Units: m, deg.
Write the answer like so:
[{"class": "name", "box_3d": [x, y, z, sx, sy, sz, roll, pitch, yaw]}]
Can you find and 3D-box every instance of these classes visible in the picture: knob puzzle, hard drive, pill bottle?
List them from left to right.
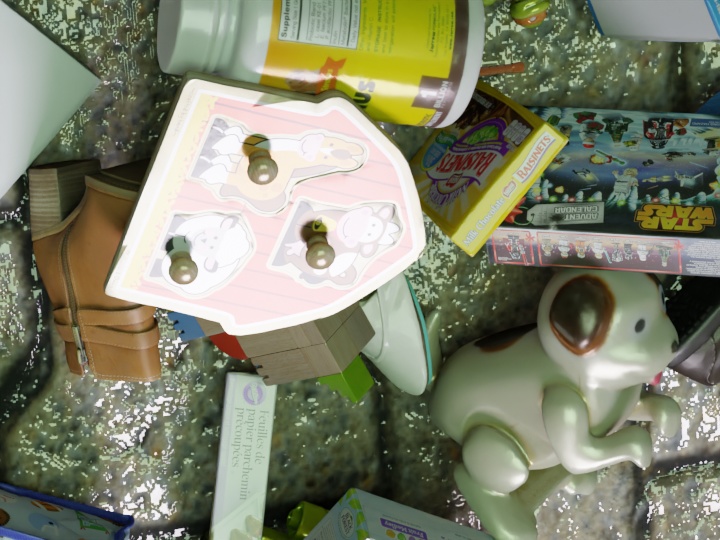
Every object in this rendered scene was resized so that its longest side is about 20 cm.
[{"class": "hard drive", "box_3d": [-0.288, -0.092, 1.627, 0.200, 0.026, 0.132, -49, 135, 2]}, {"class": "knob puzzle", "box_3d": [-0.047, -0.030, 1.537, 0.219, 0.030, 0.220, -7, 128, -9]}, {"class": "pill bottle", "box_3d": [-0.027, -0.156, 1.532, 0.199, 0.109, 0.110, 5, 103, -16]}]

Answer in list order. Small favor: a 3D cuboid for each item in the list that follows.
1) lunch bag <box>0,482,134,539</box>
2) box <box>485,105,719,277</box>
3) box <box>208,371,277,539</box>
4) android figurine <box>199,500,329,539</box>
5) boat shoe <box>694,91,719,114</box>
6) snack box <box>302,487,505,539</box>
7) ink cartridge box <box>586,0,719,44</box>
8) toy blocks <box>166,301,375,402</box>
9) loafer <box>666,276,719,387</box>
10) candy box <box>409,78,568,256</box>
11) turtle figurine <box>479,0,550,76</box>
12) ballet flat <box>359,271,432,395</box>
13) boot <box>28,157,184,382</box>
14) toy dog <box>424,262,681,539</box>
[{"class": "lunch bag", "box_3d": [-0.283, 0.241, 1.694, 0.199, 0.124, 0.171, 17, 100, -2]}, {"class": "box", "box_3d": [0.198, -0.058, 1.671, 0.199, 0.137, 0.040, 3, 134, 15]}, {"class": "box", "box_3d": [-0.090, 0.175, 1.731, 0.039, 0.041, 0.201, 6, 89, -5]}, {"class": "android figurine", "box_3d": [-0.043, 0.270, 1.792, 0.199, 0.041, 0.183, 19, 98, -14]}, {"class": "boat shoe", "box_3d": [0.269, -0.086, 1.758, 0.200, 0.084, 0.069, -29, 154, 12]}, {"class": "snack box", "box_3d": [0.036, 0.244, 1.709, 0.200, 0.053, 0.142, 22, 124, -33]}, {"class": "ink cartridge box", "box_3d": [0.254, -0.270, 1.639, 0.200, 0.145, 0.148, -33, 111, -22]}, {"class": "toy blocks", "box_3d": [-0.085, 0.007, 1.675, 0.100, 0.136, 0.200, -48, 115, -43]}, {"class": "loafer", "box_3d": [0.306, 0.010, 1.794, 0.200, 0.073, 0.071, -43, 118, 6]}, {"class": "candy box", "box_3d": [0.081, -0.075, 1.647, 0.026, 0.200, 0.102, 36, 94, -16]}, {"class": "turtle figurine", "box_3d": [0.104, -0.239, 1.673, 0.200, 0.064, 0.162, -37, 113, -29]}, {"class": "ballet flat", "box_3d": [0.000, 0.000, 1.716, 0.069, 0.069, 0.201, -13, 101, -9]}, {"class": "boot", "box_3d": [-0.162, 0.003, 1.621, 0.077, 0.200, 0.156, -17, 102, -41]}, {"class": "toy dog", "box_3d": [0.151, 0.069, 1.714, 0.194, 0.139, 0.200, 53, 129, 16]}]
